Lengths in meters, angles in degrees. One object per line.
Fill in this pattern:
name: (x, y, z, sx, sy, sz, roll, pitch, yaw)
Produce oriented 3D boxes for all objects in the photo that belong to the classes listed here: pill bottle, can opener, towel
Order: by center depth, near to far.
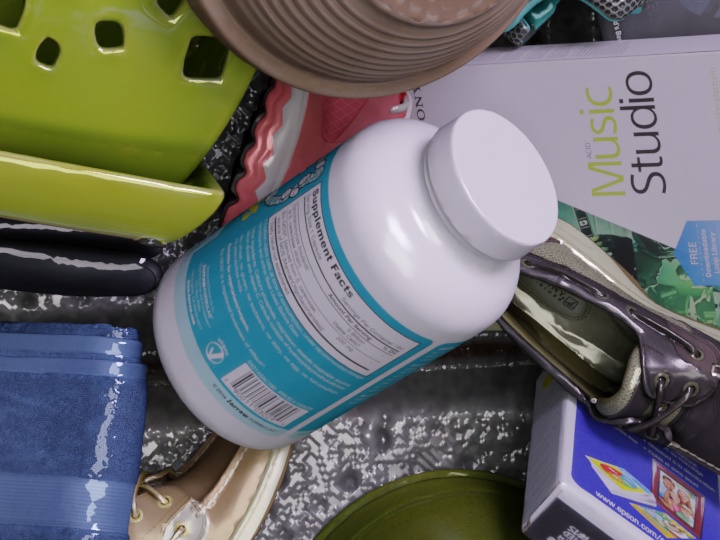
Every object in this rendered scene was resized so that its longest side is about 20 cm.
pill bottle: (0.000, 0.000, 1.197, 0.199, 0.111, 0.111, -32, 101, 36)
towel: (-0.162, 0.125, 1.248, 0.111, 0.048, 0.202, 3, 80, 28)
can opener: (-0.196, -0.012, 1.250, 0.198, 0.079, 0.064, -3, 49, -6)

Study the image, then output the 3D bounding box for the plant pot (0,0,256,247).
plant pot: (-0.145, -0.119, 1.200, 0.197, 0.200, 0.183, 10, 97, -13)

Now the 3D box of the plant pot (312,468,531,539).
plant pot: (0.067, 0.212, 1.254, 0.199, 0.193, 0.202, -1, 93, -11)

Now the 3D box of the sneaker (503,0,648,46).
sneaker: (0.060, -0.156, 1.252, 0.077, 0.199, 0.092, -27, 112, -51)

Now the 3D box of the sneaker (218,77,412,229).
sneaker: (-0.003, -0.090, 1.260, 0.086, 0.074, 0.201, 20, 121, -7)

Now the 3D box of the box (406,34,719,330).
box: (0.120, -0.042, 1.261, 0.199, 0.036, 0.145, -1, 109, 28)

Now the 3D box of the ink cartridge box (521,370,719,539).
ink cartridge box: (0.173, 0.123, 1.287, 0.197, 0.200, 0.047, 35, 115, -10)

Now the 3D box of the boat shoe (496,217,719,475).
boat shoe: (0.137, 0.051, 1.233, 0.200, 0.066, 0.072, 38, 126, 7)

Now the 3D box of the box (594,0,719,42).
box: (0.201, -0.150, 1.289, 0.162, 0.086, 0.202, -12, 96, 11)

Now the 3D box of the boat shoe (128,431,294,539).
boat shoe: (-0.104, 0.141, 1.279, 0.066, 0.074, 0.201, 33, 87, -16)

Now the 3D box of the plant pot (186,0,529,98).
plant pot: (0.018, -0.166, 1.083, 0.199, 0.093, 0.202, -9, 111, -23)
